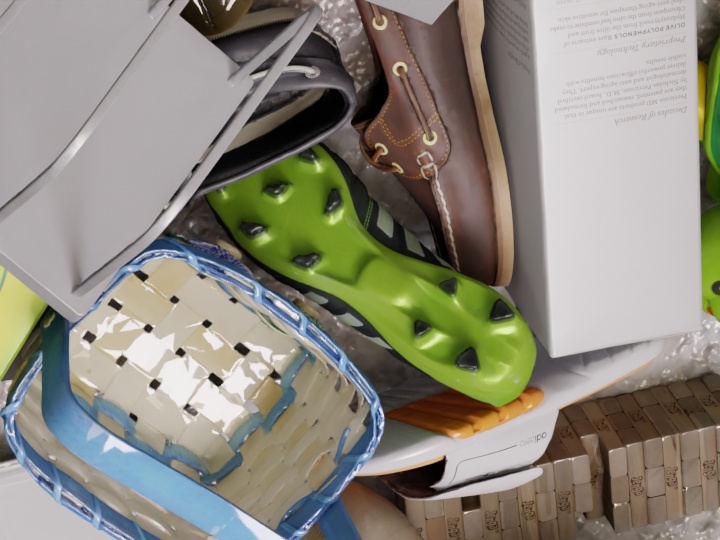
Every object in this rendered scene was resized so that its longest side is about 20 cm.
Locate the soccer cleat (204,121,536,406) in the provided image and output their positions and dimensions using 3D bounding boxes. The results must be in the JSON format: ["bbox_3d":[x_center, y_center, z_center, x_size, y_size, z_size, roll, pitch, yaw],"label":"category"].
[{"bbox_3d":[0.000,0.000,1.005,0.200,0.081,0.068,38,78,17],"label":"soccer cleat"}]

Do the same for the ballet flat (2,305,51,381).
[{"bbox_3d":[-0.156,-0.038,1.004,0.067,0.046,0.201,-1,122,-35],"label":"ballet flat"}]

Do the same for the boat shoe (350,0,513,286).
[{"bbox_3d":[0.028,-0.081,1.004,0.070,0.070,0.201,-15,108,-12],"label":"boat shoe"}]

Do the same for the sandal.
[{"bbox_3d":[0.074,0.081,1.053,0.206,0.079,0.060,-19,110,-26],"label":"sandal"}]

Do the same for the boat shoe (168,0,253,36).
[{"bbox_3d":[-0.143,-0.164,0.945,0.199,0.063,0.074,14,115,-11],"label":"boat shoe"}]

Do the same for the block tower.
[{"bbox_3d":[0.117,0.108,1.115,0.198,0.054,0.058,-11,116,-8],"label":"block tower"}]

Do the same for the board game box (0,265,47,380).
[{"bbox_3d":[-0.210,0.031,0.917,0.101,0.048,0.201,29,105,-17],"label":"board game box"}]

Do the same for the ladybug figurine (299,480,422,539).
[{"bbox_3d":[-0.018,0.202,1.056,0.072,0.136,0.201,14,111,-28],"label":"ladybug figurine"}]

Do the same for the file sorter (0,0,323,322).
[{"bbox_3d":[-0.135,-0.105,0.828,0.200,0.124,0.139,40,64,-12],"label":"file sorter"}]

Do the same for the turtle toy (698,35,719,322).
[{"bbox_3d":[0.224,-0.065,1.033,0.145,0.101,0.201,24,107,-20],"label":"turtle toy"}]

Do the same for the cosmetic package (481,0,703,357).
[{"bbox_3d":[0.108,-0.073,1.003,0.084,0.108,0.201,-11,117,-9],"label":"cosmetic package"}]

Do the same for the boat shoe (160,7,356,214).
[{"bbox_3d":[-0.094,-0.060,0.951,0.199,0.063,0.073,-24,134,-15],"label":"boat shoe"}]

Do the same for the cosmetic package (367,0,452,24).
[{"bbox_3d":[-0.032,-0.188,0.880,0.199,0.113,0.082,19,70,-11],"label":"cosmetic package"}]

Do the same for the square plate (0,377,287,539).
[{"bbox_3d":[-0.108,0.164,1.107,0.197,0.028,0.201,-17,116,-5],"label":"square plate"}]

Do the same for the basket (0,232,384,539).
[{"bbox_3d":[-0.077,0.068,0.946,0.176,0.200,0.139,36,104,-25],"label":"basket"}]
